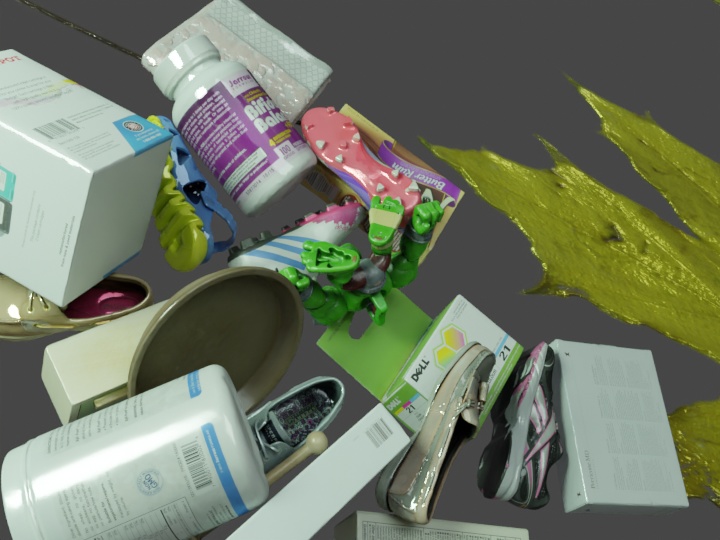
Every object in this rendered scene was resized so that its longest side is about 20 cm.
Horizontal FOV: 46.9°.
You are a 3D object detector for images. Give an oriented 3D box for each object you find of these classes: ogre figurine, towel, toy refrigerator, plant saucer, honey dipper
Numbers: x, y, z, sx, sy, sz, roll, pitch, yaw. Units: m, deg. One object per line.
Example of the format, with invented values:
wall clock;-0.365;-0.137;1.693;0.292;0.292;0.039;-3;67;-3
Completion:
ogre figurine;0.000;0.000;0.930;0.097;0.121;0.200;35;64;24
towel;-0.155;-0.265;1.095;0.199;0.032;0.192;36;54;-1
toy refrigerator;-0.212;0.085;0.839;0.197;0.076;0.071;-22;72;-34
plant saucer;-0.142;0.079;0.814;0.198;0.203;0.029;-23;46;-34
honey dipper;-0.113;0.217;0.793;0.199;0.038;0.038;-37;80;-16

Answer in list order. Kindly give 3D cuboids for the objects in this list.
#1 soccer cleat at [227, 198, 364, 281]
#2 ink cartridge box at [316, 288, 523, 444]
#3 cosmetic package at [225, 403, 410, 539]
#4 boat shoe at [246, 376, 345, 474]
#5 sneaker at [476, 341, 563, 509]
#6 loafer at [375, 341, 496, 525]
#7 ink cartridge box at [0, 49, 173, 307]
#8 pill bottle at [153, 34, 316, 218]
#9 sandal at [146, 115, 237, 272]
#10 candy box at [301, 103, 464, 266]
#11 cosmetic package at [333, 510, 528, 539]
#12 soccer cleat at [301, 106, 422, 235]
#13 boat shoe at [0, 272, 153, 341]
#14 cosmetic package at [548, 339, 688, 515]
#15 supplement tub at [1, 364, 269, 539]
soccer cleat;-0.067;-0.018;0.980;0.198;0.069;0.088;-26;94;-34
ink cartridge box;0.070;0.090;0.967;0.199;0.076;0.148;40;53;-1
cosmetic package;-0.057;0.225;0.783;0.199;0.151;0.052;-36;82;-35
boat shoe;-0.094;0.167;0.848;0.199;0.072;0.070;-32;78;-35
sneaker;0.201;0.188;0.983;0.085;0.080;0.203;29;64;-15
loafer;0.093;0.166;0.845;0.062;0.072;0.201;20;64;37
ink cartridge box;-0.315;-0.096;0.803;0.197;0.148;0.147;28;28;6
pill bottle;-0.150;-0.172;0.978;0.201;0.112;0.112;51;54;-2
sandal;-0.202;-0.088;0.951;0.086;0.079;0.203;-2;62;-48
candy box;0.026;-0.109;1.075;0.198;0.057;0.117;36;54;0
cosmetic package;0.074;0.312;0.843;0.196;0.073;0.106;13;58;-18
soccer cleat;-0.002;-0.120;1.003;0.066;0.077;0.200;-39;66;-20
boat shoe;-0.305;0.025;0.832;0.196;0.069;0.075;0;62;-25
cosmetic package;0.309;0.194;1.026;0.148;0.052;0.204;9;59;-22
supplement tub;-0.189;0.177;0.722;0.196;0.132;0.134;-21;70;-7
